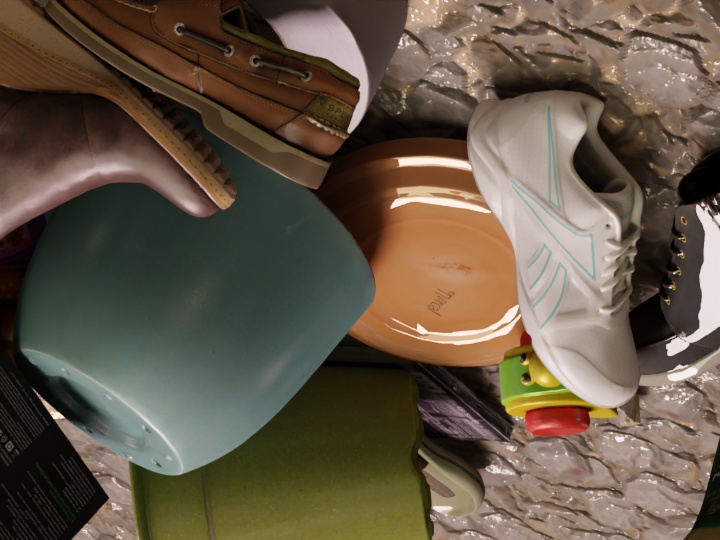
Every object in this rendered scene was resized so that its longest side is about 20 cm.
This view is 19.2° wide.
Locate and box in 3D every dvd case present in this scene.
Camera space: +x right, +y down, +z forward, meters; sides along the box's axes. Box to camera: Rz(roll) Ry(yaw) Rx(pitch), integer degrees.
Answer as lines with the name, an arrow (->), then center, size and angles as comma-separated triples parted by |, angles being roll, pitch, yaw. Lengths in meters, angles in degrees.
dvd case -> -0.006, 0.088, 1.558 | 0.199, 0.016, 0.149 | 0, 155, 33

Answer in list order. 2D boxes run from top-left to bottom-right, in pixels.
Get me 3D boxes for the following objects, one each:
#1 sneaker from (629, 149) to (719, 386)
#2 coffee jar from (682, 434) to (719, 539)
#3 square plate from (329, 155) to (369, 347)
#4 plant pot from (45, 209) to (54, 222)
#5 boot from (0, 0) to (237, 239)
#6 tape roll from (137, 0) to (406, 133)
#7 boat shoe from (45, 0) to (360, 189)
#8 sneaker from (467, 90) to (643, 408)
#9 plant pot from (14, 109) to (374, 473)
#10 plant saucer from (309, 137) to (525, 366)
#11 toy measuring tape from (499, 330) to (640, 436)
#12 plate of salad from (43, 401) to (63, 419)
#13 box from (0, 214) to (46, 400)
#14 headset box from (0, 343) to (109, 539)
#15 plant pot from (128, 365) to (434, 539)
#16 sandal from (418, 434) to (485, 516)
sneaker -> 0.200, -0.006, 1.267 | 0.106, 0.075, 0.200 | 42, 137, -17
coffee jar -> 0.260, 0.146, 1.314 | 0.104, 0.201, 0.085 | 41, 145, -25
square plate -> 0.000, 0.000, 1.443 | 0.197, 0.029, 0.200 | -4, 139, 39
plant pot -> -0.292, -0.008, 1.506 | 0.199, 0.162, 0.201 | 17, 147, 11
boot -> -0.187, -0.049, 1.207 | 0.200, 0.167, 0.072 | 38, -174, 5
tape roll -> -0.076, -0.155, 1.232 | 0.199, 0.066, 0.201 | 17, 148, 11
boat shoe -> -0.083, -0.120, 1.166 | 0.199, 0.068, 0.072 | 32, -172, 21
sneaker -> 0.130, -0.012, 1.248 | 0.080, 0.070, 0.202 | -13, 107, 33
plant pot -> -0.117, 0.024, 1.301 | 0.200, 0.161, 0.201 | 30, 159, 13
plant saucer -> 0.052, -0.003, 1.356 | 0.198, 0.032, 0.201 | 7, 139, 6
toy measuring tape -> 0.133, 0.078, 1.381 | 0.073, 0.074, 0.200 | 12, 172, 20
plate of salad -> -0.212, 0.083, 1.567 | 0.199, 0.199, 0.048 | -17, 97, 47
box -> -0.295, 0.020, 1.385 | 0.198, 0.039, 0.138 | -2, 119, 9
headset box -> -0.281, 0.101, 1.309 | 0.199, 0.093, 0.175 | 1, 129, 49
plant pot -> -0.049, 0.137, 1.448 | 0.188, 0.201, 0.201 | -7, 143, 2
sandal -> 0.012, 0.141, 1.567 | 0.200, 0.058, 0.080 | 33, 152, -26
